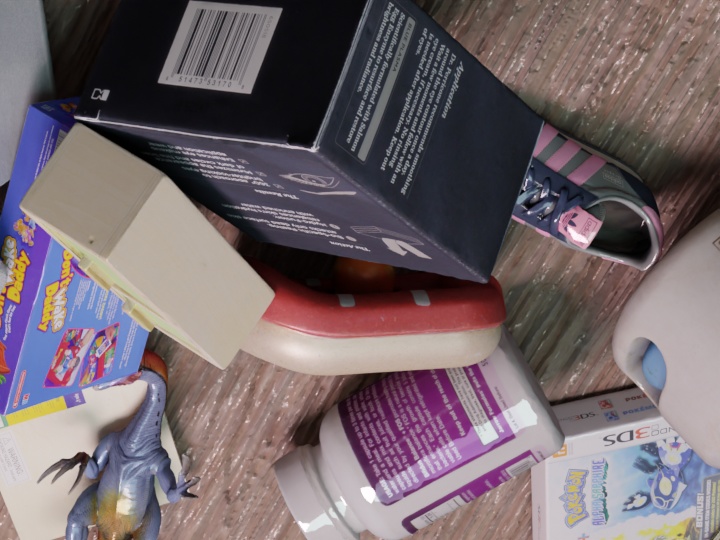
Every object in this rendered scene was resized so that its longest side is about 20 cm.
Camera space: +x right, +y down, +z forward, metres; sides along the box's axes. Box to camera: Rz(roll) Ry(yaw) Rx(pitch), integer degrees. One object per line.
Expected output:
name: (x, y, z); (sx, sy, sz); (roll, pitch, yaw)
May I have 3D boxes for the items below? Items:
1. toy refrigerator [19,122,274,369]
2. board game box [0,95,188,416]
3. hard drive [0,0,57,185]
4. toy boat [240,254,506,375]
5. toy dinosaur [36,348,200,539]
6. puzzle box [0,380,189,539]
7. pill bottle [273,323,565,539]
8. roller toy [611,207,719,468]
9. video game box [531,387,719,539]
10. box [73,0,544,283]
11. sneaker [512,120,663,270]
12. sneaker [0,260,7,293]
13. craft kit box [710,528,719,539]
toy refrigerator: (-0.131, -0.009, 1.370); (0.070, 0.076, 0.200); (-56, 154, -8)
board game box: (-0.177, -0.016, 1.418); (0.134, 0.045, 0.201); (-17, 131, -54)
hard drive: (-0.243, -0.137, 1.301); (0.139, 0.033, 0.201); (-41, 138, -42)
toy boat: (0.000, 0.000, 1.517); (0.199, 0.130, 0.132); (-3, 97, -16)
toy dinosaur: (-0.179, 0.144, 1.567); (0.104, 0.200, 0.183); (16, 86, -12)
puzzle box: (-0.208, 0.105, 1.576); (0.132, 0.025, 0.201); (-16, 129, -4)
pill bottle: (0.041, 0.129, 1.615); (0.199, 0.113, 0.112); (-29, 129, 6)
roller toy: (0.279, 0.035, 1.573); (0.182, 0.140, 0.200); (-8, 141, -54)
video game box: (0.227, 0.178, 1.752); (0.181, 0.047, 0.201); (-11, 128, -7)
box: (-0.029, -0.092, 1.333); (0.200, 0.196, 0.118); (36, 71, -49)
sneaker: (0.131, -0.057, 1.520); (0.199, 0.082, 0.070); (17, 120, -27)
sneaker: (-0.296, 0.049, 1.391); (0.200, 0.071, 0.073); (-53, 166, 21)
craft kit box: (0.399, 0.197, 1.788); (0.199, 0.049, 0.198); (23, 112, -39)
